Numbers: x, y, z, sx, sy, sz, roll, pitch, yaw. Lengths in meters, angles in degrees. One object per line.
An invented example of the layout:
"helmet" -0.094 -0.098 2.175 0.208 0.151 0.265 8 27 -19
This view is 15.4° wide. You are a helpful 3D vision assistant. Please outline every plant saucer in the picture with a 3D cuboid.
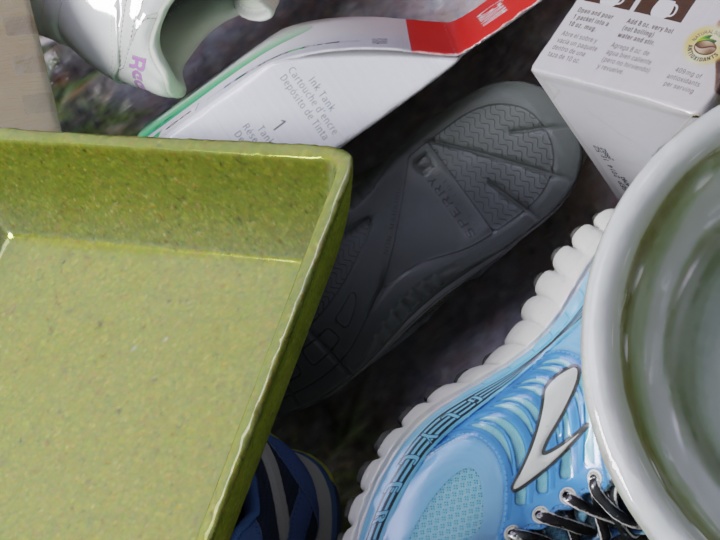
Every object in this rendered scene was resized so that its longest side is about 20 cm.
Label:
"plant saucer" 0.166 0.035 0.849 0.199 0.050 0.201 2 67 -4
"plant saucer" -0.103 0.050 0.925 0.199 0.048 0.201 5 64 35

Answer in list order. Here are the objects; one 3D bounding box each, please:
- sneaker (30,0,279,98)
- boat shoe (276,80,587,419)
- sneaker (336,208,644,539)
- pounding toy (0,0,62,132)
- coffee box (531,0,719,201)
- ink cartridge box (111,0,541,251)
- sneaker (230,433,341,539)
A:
"sneaker" -0.049 -0.159 1.100 0.100 0.075 0.200 37 92 22
"boat shoe" 0.000 -0.002 1.022 0.202 0.065 0.075 -36 81 9
"sneaker" 0.070 0.068 0.905 0.090 0.078 0.200 28 75 40
"pounding toy" -0.219 -0.077 1.115 0.184 0.199 0.143 -33 70 59
"coffee box" 0.162 -0.108 0.956 0.080 0.113 0.200 19 69 42
"ink cartridge box" -0.001 -0.086 1.038 0.200 0.050 0.161 -37 7 6
"sneaker" -0.050 0.136 0.926 0.074 0.082 0.201 -20 51 18
